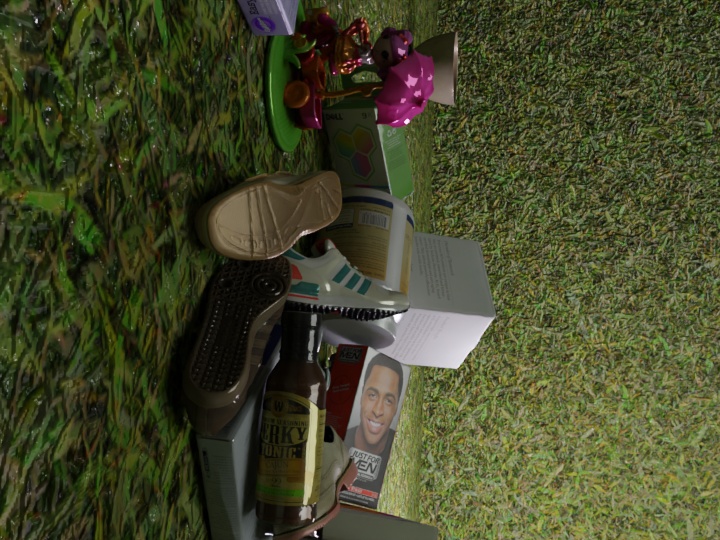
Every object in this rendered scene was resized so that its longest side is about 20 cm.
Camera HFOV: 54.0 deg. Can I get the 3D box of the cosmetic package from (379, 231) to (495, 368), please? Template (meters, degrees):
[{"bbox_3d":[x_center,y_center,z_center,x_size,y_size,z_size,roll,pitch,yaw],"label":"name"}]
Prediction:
[{"bbox_3d":[0.094,0.048,1.195,0.165,0.198,0.166,116,-24,-47],"label":"cosmetic package"}]

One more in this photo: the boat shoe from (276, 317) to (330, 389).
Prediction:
[{"bbox_3d":[-0.068,0.129,0.885,0.203,0.064,0.075,85,13,-48],"label":"boat shoe"}]

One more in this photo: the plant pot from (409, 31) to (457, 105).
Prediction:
[{"bbox_3d":[0.207,-0.577,2.024,0.200,0.133,0.202,2,90,-80],"label":"plant pot"}]

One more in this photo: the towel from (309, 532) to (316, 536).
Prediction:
[{"bbox_3d":[-0.066,0.343,1.041,0.133,0.034,0.201,-68,157,-63],"label":"towel"}]

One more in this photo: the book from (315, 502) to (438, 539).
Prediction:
[{"bbox_3d":[0.014,0.321,0.889,0.200,0.132,0.048,107,-8,-72],"label":"book"}]

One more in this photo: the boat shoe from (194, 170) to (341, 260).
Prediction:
[{"bbox_3d":[-0.096,-0.056,0.691,0.200,0.069,0.074,-23,113,-55],"label":"boat shoe"}]

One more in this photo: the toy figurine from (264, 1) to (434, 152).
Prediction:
[{"bbox_3d":[-0.002,-0.240,0.843,0.150,0.182,0.202,62,31,-70],"label":"toy figurine"}]

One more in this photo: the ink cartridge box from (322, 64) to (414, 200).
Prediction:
[{"bbox_3d":[0.008,-0.202,1.048,0.059,0.103,0.201,-34,122,-40],"label":"ink cartridge box"}]

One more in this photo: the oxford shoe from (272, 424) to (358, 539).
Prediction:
[{"bbox_3d":[-0.060,0.237,0.792,0.200,0.070,0.074,-34,103,-77],"label":"oxford shoe"}]

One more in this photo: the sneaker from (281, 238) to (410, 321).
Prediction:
[{"bbox_3d":[-0.021,0.008,0.869,0.070,0.199,0.094,-20,-113,55],"label":"sneaker"}]

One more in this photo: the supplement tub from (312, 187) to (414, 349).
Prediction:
[{"bbox_3d":[0.000,0.000,1.014,0.145,0.143,0.201,71,24,-63],"label":"supplement tub"}]

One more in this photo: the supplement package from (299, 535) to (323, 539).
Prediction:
[{"bbox_3d":[-0.040,0.384,0.852,0.200,0.154,0.112,67,28,-68],"label":"supplement package"}]

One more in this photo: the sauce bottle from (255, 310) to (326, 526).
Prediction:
[{"bbox_3d":[-0.066,0.140,0.689,0.065,0.064,0.202,30,63,-78],"label":"sauce bottle"}]

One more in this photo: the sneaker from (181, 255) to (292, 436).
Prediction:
[{"bbox_3d":[-0.118,0.061,0.657,0.201,0.070,0.076,-70,178,-50],"label":"sneaker"}]

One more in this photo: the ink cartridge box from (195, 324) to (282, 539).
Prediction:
[{"bbox_3d":[-0.109,0.191,0.748,0.200,0.040,0.201,-67,158,-61],"label":"ink cartridge box"}]

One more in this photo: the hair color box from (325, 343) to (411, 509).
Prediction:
[{"bbox_3d":[-0.004,0.211,0.965,0.101,0.061,0.201,30,68,-42],"label":"hair color box"}]

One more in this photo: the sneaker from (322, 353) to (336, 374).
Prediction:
[{"bbox_3d":[-0.032,0.193,1.079,0.200,0.078,0.091,-32,131,-75],"label":"sneaker"}]

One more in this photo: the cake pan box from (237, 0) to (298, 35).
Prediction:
[{"bbox_3d":[-0.094,-0.365,0.680,0.184,0.052,0.202,67,28,-71],"label":"cake pan box"}]
